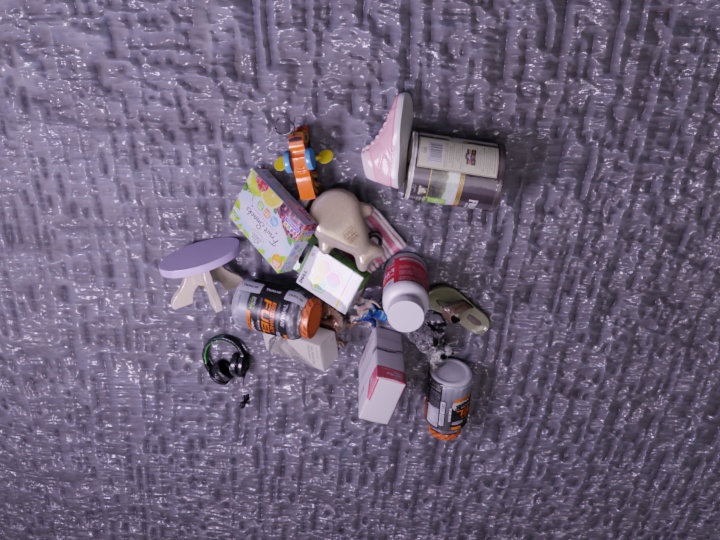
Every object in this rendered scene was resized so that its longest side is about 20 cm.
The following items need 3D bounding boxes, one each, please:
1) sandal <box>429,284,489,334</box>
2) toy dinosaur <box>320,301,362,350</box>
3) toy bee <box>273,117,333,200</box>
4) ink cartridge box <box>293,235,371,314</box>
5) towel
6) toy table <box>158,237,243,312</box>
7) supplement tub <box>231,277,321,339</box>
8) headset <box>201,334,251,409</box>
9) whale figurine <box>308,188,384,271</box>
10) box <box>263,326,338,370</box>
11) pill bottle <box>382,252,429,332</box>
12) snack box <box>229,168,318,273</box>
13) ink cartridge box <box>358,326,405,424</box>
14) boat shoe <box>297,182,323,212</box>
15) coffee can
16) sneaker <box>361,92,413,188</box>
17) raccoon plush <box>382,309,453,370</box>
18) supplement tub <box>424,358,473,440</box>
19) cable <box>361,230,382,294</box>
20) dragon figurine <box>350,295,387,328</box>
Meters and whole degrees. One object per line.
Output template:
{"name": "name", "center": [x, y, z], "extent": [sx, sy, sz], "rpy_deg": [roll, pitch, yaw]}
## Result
{"name": "sandal", "center": [0.248, 0.103, 1.627], "extent": [0.199, 0.058, 0.080], "rpy_deg": [30, 118, -13]}
{"name": "toy dinosaur", "center": [-0.086, 0.136, 1.663], "extent": [0.135, 0.086, 0.200], "rpy_deg": [41, 128, -10]}
{"name": "toy bee", "center": [-0.123, -0.263, 1.414], "extent": [0.128, 0.110, 0.202], "rpy_deg": [10, 132, -1]}
{"name": "ink cartridge box", "center": [-0.085, 0.003, 1.532], "extent": [0.198, 0.059, 0.105], "rpy_deg": [33, 109, 12]}
{"name": "towel", "center": [-0.003, -0.054, 1.570], "extent": [0.199, 0.030, 0.146], "rpy_deg": [-37, 112, 22]}
{"name": "toy table", "center": [-0.376, 0.010, 1.560], "extent": [0.197, 0.184, 0.119], "rpy_deg": [-14, 120, -13]}
{"name": "supplement tub", "center": [-0.201, 0.096, 1.568], "extent": [0.197, 0.123, 0.124], "rpy_deg": [11, 122, 16]}
{"name": "headset", "center": [-0.356, 0.274, 1.752], "extent": [0.122, 0.094, 0.202], "rpy_deg": [-23, 105, 17]}
{"name": "whale figurine", "center": [-0.033, -0.096, 1.489], "extent": [0.159, 0.104, 0.200], "rpy_deg": [-43, 101, 1]}
{"name": "box", "center": [-0.155, 0.180, 1.644], "extent": [0.197, 0.068, 0.083], "rpy_deg": [13, 125, 35]}
{"name": "pill bottle", "center": [0.107, 0.052, 1.525], "extent": [0.110, 0.201, 0.114], "rpy_deg": [2, 121, 3]}
{"name": "snack box", "center": [-0.202, -0.115, 1.475], "extent": [0.200, 0.053, 0.143], "rpy_deg": [46, 122, 22]}
{"name": "ink cartridge box", "center": [0.052, 0.267, 1.655], "extent": [0.083, 0.201, 0.147], "rpy_deg": [15, 121, -11]}
{"name": "boat shoe", "center": [-0.159, -0.131, 1.514], "extent": [0.069, 0.071, 0.202], "rpy_deg": [37, 106, 15]}
{"name": "coffee can", "center": [0.200, -0.214, 1.394], "extent": [0.196, 0.147, 0.149], "rpy_deg": [8, 121, 0]}
{"name": "sneaker", "center": [0.052, -0.286, 1.402], "extent": [0.103, 0.075, 0.204], "rpy_deg": [13, 107, 24]}
{"name": "raccoon plush", "center": [0.150, 0.171, 1.682], "extent": [0.198, 0.097, 0.135], "rpy_deg": [27, 140, 24]}
{"name": "supplement tub", "center": [0.235, 0.349, 1.736], "extent": [0.120, 0.123, 0.203], "rpy_deg": [2, 121, 3]}
{"name": "cable", "center": [0.000, 0.000, 1.557], "extent": [0.097, 0.051, 0.200], "rpy_deg": [37, 118, -11]}
{"name": "dragon figurine", "center": [0.034, 0.094, 1.579], "extent": [0.098, 0.060, 0.200], "rpy_deg": [1, 159, -24]}
